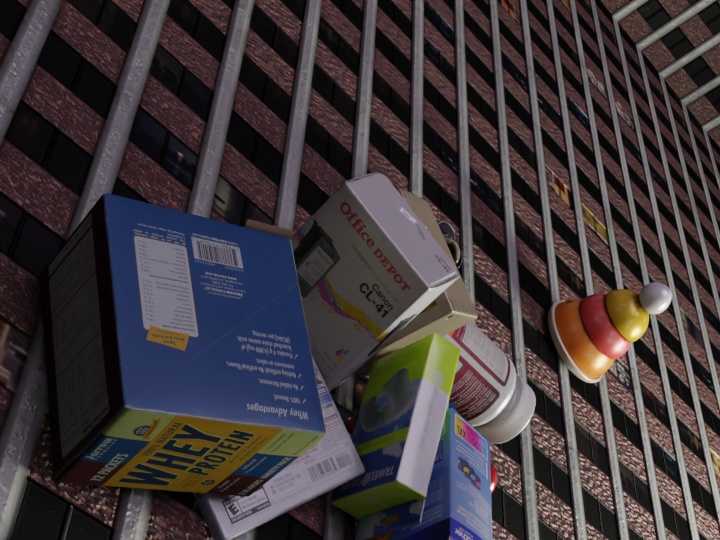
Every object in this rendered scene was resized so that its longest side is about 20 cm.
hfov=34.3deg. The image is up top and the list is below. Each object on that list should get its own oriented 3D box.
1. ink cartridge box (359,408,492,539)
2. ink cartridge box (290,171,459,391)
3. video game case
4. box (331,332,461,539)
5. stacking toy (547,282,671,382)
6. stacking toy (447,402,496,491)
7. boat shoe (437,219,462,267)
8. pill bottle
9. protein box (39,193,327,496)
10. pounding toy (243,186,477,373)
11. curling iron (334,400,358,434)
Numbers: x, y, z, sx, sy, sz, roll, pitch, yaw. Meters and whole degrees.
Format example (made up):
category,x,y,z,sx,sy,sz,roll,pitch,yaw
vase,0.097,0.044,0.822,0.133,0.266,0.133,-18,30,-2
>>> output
category,x,y,z,sx,sy,sz,roll,pitch,yaw
ink cartridge box,0.068,0.266,1.224,0.076,0.136,0.202,38,35,-28
ink cartridge box,-0.017,0.016,1.243,0.148,0.200,0.085,51,30,9
video game case,-0.102,0.148,1.145,0.198,0.022,0.185,-16,76,-46
box,0.037,0.176,1.235,0.047,0.121,0.202,32,54,-21
stacking toy,0.415,0.078,1.879,0.146,0.199,0.148,38,35,-32
stacking toy,0.101,0.201,1.403,0.201,0.085,0.086,50,30,-23
boat shoe,0.112,-0.020,1.635,0.072,0.064,0.200,51,29,-10
pill bottle,0.128,0.127,1.477,0.200,0.109,0.111,43,32,-27
protein box,-0.158,0.071,1.019,0.196,0.135,0.203,13,51,-36
pounding toy,0.000,0.000,1.350,0.203,0.182,0.142,67,18,15
curling iron,-0.022,0.161,1.301,0.199,0.026,0.050,34,12,-29
